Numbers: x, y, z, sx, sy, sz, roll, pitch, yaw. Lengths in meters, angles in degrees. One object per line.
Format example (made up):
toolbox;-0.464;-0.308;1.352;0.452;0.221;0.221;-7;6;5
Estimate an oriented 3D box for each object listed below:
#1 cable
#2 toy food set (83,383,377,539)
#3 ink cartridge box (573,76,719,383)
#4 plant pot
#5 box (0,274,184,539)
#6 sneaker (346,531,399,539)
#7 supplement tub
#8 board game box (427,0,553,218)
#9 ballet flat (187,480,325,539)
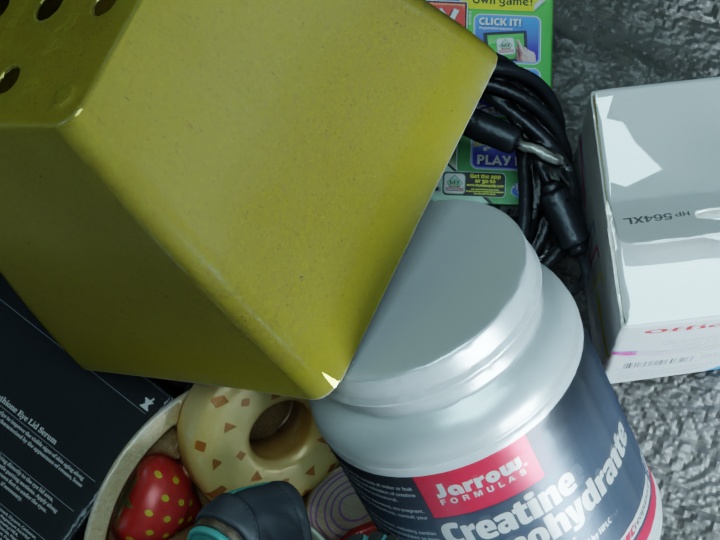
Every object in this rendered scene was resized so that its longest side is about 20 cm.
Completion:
cable;0.017;-0.034;1.253;0.200;0.051;0.163;-14;98;3
toy food set;-0.051;0.142;1.248;0.200;0.049;0.198;-49;124;-7
ink cartridge box;0.186;-0.023;1.249;0.128;0.200;0.125;-7;78;-1
plant pot;-0.092;-0.076;1.140;0.200;0.176;0.200;4;60;47
box;-0.206;0.070;1.282;0.200;0.079;0.141;37;92;15
sneaker;0.057;0.209;1.130;0.078;0.086;0.200;-37;53;-2
supplement tub;0.059;0.078;1.186;0.140;0.200;0.140;-18;38;14
board game box;0.005;-0.099;1.310;0.200;0.029;0.135;2;75;0
ballet flat;-0.024;0.193;1.213;0.073;0.073;0.200;-21;111;-3
